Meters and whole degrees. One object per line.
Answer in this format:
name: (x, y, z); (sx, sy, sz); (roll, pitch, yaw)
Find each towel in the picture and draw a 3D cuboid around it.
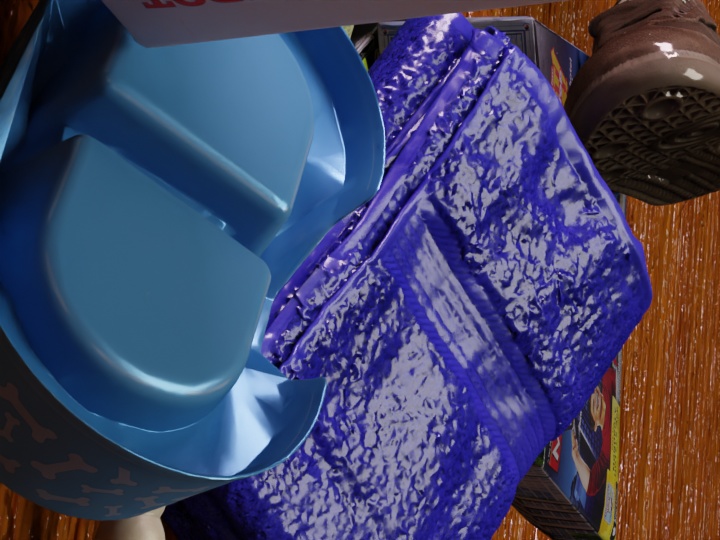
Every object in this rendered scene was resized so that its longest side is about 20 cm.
towel: (0.017, 0.027, 0.926); (0.200, 0.050, 0.148); (-52, 121, -28)

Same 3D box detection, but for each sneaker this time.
sneaker: (0.105, -0.074, 1.071); (0.200, 0.070, 0.076); (33, 37, -76)

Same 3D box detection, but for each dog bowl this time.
dog bowl: (-0.059, -0.016, 0.770); (0.111, 0.050, 0.200); (36, 41, -19)

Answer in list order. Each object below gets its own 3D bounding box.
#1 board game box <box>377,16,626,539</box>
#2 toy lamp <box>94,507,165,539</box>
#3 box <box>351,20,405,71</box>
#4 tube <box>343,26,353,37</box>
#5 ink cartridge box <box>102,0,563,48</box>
board game box: (0.055, -0.011, 1.083); (0.200, 0.062, 0.200); (48, 43, -67)
toy lamp: (-0.066, 0.084, 0.806); (0.058, 0.058, 0.200); (45, 44, -68)
box: (0.000, 0.000, 1.083); (0.193, 0.047, 0.200); (-52, 138, -64)
tube: (-0.012, -0.133, 0.900); (0.058, 0.052, 0.200); (-72, 179, -62)
ink cartridge box: (-0.027, -0.173, 0.693); (0.200, 0.147, 0.145); (50, 48, -45)
